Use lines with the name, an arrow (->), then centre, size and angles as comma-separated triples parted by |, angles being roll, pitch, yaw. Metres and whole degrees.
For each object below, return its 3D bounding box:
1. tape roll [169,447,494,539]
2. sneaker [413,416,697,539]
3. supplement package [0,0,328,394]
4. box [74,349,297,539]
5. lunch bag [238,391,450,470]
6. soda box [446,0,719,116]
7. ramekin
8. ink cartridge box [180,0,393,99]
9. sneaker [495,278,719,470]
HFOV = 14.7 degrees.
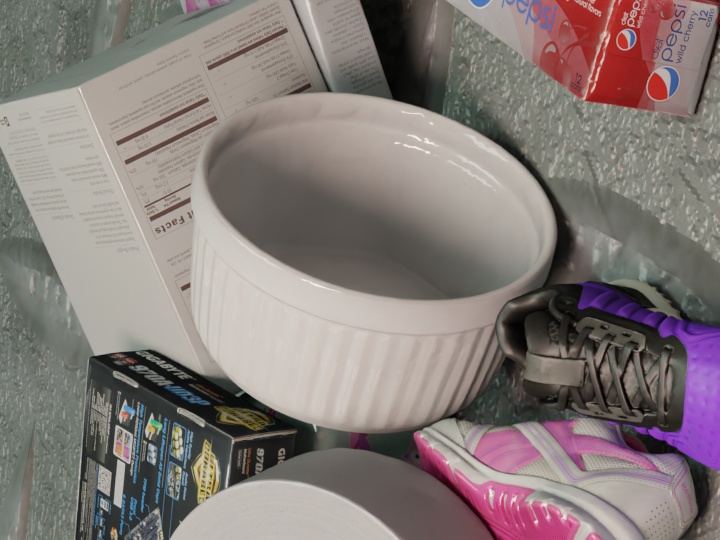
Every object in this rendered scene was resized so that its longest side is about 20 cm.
tape roll -> -0.011, 0.195, 1.432 | 0.200, 0.066, 0.201 | 10, 108, 33
sneaker -> 0.101, 0.115, 1.423 | 0.200, 0.088, 0.082 | 22, 134, 56
supplement package -> -0.097, -0.042, 1.675 | 0.152, 0.150, 0.200 | -3, 112, 62
box -> -0.105, 0.162, 1.585 | 0.159, 0.046, 0.201 | 23, 112, 52
lunch bag -> -0.035, 0.157, 1.637 | 0.200, 0.122, 0.171 | -26, 64, 52
soda box -> 0.108, -0.146, 1.473 | 0.200, 0.070, 0.064 | 44, 122, 56
ramekin -> 0.000, 0.000, 1.527 | 0.200, 0.200, 0.105 | -120, 34, -47
ink cartridge box -> -0.054, -0.151, 1.716 | 0.196, 0.043, 0.200 | 14, 125, 63
sneaker -> 0.130, 0.052, 1.361 | 0.200, 0.099, 0.070 | 26, 110, 61
